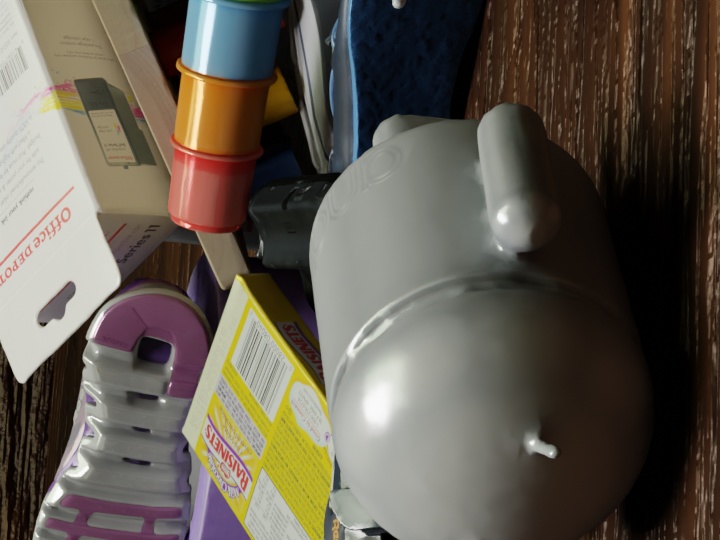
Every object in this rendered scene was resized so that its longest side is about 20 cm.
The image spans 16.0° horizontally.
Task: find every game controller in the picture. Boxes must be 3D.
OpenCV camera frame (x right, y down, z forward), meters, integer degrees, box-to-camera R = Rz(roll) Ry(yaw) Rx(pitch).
[{"bbox_3d":[0.000,0.000,1.200,0.042,0.104,0.200,-49,11,-8],"label":"game controller"}]

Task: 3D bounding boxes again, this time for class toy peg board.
[{"bbox_3d":[-0.074,-0.115,1.388,0.200,0.098,0.200,-112,-2,-78],"label":"toy peg board"}]

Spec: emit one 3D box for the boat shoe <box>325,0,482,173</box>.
[{"bbox_3d":[0.007,-0.109,1.221,0.069,0.084,0.200,-131,49,-57],"label":"boat shoe"}]

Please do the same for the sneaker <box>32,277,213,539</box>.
[{"bbox_3d":[-0.127,0.089,1.409,0.089,0.080,0.201,-100,25,-68],"label":"sneaker"}]

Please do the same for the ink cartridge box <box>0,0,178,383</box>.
[{"bbox_3d":[-0.168,-0.049,1.419,0.117,0.067,0.200,-41,60,38],"label":"ink cartridge box"}]

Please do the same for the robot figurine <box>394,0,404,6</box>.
[{"bbox_3d":[0.030,-0.192,1.041,0.170,0.113,0.200,-51,30,36],"label":"robot figurine"}]

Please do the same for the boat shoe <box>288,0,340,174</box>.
[{"bbox_3d":[-0.010,-0.128,1.351,0.065,0.073,0.200,123,152,-57],"label":"boat shoe"}]

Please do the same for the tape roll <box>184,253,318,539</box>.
[{"bbox_3d":[-0.057,0.093,1.447,0.200,0.085,0.201,-174,90,-78],"label":"tape roll"}]

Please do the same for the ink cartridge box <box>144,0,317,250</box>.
[{"bbox_3d":[-0.100,-0.120,1.532,0.084,0.175,0.201,-139,56,-76],"label":"ink cartridge box"}]

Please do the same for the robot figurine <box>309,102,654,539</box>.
[{"bbox_3d":[0.042,0.025,0.918,0.200,0.113,0.170,-99,14,-52],"label":"robot figurine"}]

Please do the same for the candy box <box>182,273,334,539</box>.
[{"bbox_3d":[-0.023,0.100,1.223,0.200,0.026,0.102,53,135,42],"label":"candy box"}]

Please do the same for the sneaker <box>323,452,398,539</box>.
[{"bbox_3d":[0.020,0.119,1.070,0.080,0.078,0.200,107,163,-46],"label":"sneaker"}]

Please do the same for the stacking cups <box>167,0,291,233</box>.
[{"bbox_3d":[-0.062,-0.119,1.255,0.061,0.060,0.200,-110,28,-65],"label":"stacking cups"}]
